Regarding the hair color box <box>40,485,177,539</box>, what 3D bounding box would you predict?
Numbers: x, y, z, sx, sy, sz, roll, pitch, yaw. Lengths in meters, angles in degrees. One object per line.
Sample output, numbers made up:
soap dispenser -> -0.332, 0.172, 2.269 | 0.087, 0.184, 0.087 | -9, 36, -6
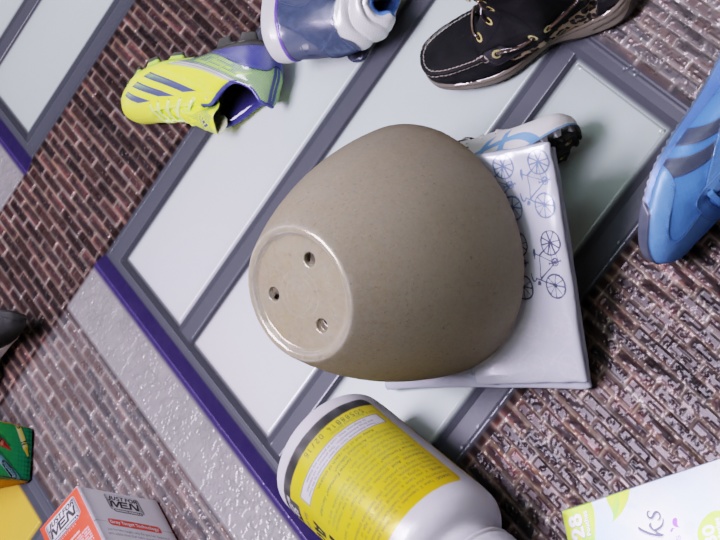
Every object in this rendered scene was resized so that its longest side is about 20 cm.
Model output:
hair color box -> -0.189, 0.284, 1.286 | 0.061, 0.101, 0.200 | -48, 51, 17

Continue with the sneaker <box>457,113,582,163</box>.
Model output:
sneaker -> 0.084, -0.084, 1.199 | 0.200, 0.072, 0.073 | -26, 72, 30

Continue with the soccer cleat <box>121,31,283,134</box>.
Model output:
soccer cleat -> -0.157, -0.165, 1.430 | 0.200, 0.065, 0.084 | -13, 70, 35

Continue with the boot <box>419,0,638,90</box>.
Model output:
boot -> 0.101, -0.216, 1.176 | 0.200, 0.150, 0.073 | -16, 66, 35

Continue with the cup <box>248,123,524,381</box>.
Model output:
cup -> 0.000, 0.000, 1.118 | 0.200, 0.143, 0.201 | 14, 111, 38

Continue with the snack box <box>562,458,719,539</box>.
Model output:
snack box -> 0.244, 0.213, 0.976 | 0.200, 0.068, 0.169 | -27, 61, 32

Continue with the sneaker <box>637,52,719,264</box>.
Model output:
sneaker -> 0.268, -0.086, 1.055 | 0.078, 0.066, 0.201 | 34, 98, 37

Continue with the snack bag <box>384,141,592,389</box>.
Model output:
snack bag -> 0.079, 0.002, 1.160 | 0.199, 0.021, 0.189 | -3, 100, 39

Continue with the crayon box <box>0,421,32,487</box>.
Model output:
crayon box -> -0.443, 0.191, 1.513 | 0.200, 0.119, 0.058 | -15, 66, 36

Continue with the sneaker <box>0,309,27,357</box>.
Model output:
sneaker -> -0.408, 0.102, 1.548 | 0.200, 0.074, 0.089 | -30, 58, 40

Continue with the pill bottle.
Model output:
pill bottle -> 0.035, 0.187, 1.127 | 0.200, 0.111, 0.112 | 35, 99, 41

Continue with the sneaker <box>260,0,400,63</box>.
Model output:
sneaker -> -0.012, -0.285, 1.348 | 0.146, 0.081, 0.201 | -9, 67, 28
